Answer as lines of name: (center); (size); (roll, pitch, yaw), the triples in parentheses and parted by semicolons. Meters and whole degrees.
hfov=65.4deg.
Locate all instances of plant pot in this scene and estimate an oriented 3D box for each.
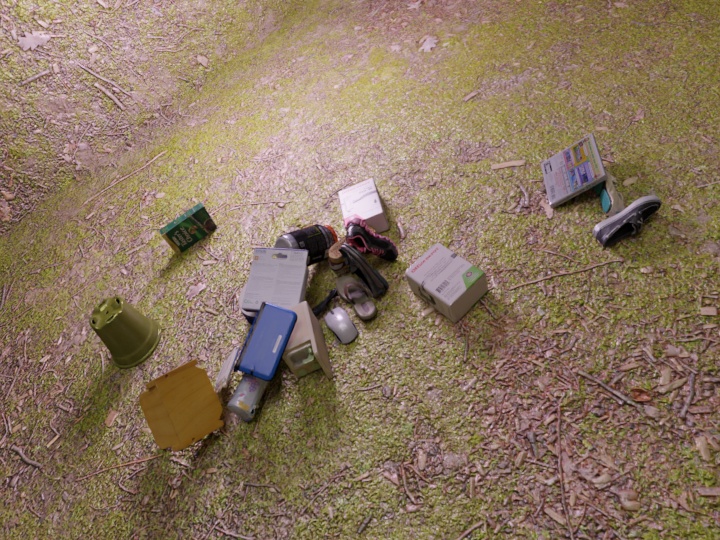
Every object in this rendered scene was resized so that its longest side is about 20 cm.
plant pot: (-0.812, 0.194, 1.909); (0.194, 0.187, 0.205); (-13, 45, 13)

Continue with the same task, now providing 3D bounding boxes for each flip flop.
flip flop: (-0.014, 0.075, 1.718); (0.080, 0.058, 0.201); (-32, 44, -5)

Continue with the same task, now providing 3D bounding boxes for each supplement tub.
supplement tub: (-0.175, -0.079, 1.850); (0.196, 0.126, 0.121); (-21, 35, -38)

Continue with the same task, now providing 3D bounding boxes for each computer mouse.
computer mouse: (-0.074, 0.140, 1.698); (0.109, 0.044, 0.200); (-37, 45, -8)

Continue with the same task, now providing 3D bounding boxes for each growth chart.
growth chart: (-0.396, 0.297, 1.644); (0.199, 0.017, 0.149); (-37, 33, 60)

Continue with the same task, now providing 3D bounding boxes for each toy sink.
toy sink: (-0.165, 0.219, 1.611); (0.109, 0.132, 0.203); (-23, 45, 3)

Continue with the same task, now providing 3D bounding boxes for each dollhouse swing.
dollhouse swing: (-0.518, 0.393, 1.612); (0.178, 0.205, 0.175); (-25, -3, -30)

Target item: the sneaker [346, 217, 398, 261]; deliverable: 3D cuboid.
sneaker: (0.032, -0.075, 1.752); (0.079, 0.197, 0.097); (-45, 21, 39)

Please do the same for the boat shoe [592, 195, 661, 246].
boat shoe: (0.738, -0.131, 1.528); (0.195, 0.073, 0.069); (-27, 41, 4)

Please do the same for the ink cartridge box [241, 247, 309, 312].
ink cartridge box: (-0.258, 0.034, 1.738); (0.193, 0.041, 0.207); (4, 72, 18)

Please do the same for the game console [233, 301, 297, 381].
game console: (-0.272, 0.207, 1.594); (0.166, 0.119, 0.205); (16, 71, 17)

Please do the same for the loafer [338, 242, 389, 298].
loafer: (0.000, 0.000, 1.720); (0.199, 0.072, 0.063); (43, 74, 11)

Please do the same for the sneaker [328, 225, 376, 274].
sneaker: (-0.026, -0.071, 1.839); (0.198, 0.092, 0.074); (-35, 53, -25)

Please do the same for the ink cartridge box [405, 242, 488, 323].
ink cartridge box: (0.246, 0.031, 1.612); (0.145, 0.085, 0.199); (-40, 45, -13)

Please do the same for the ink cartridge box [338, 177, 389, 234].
ink cartridge box: (0.007, -0.210, 1.949); (0.142, 0.084, 0.203); (-21, 45, 7)

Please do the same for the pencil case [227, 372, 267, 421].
pencil case: (-0.306, 0.325, 1.614); (0.089, 0.083, 0.204); (-18, 39, 42)

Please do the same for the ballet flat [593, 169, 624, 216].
ballet flat: (0.727, -0.233, 1.642); (0.067, 0.070, 0.205); (-11, 48, 16)

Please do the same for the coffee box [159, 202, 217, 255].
coffee box: (-0.678, -0.163, 2.216); (0.197, 0.125, 0.044); (-36, 47, -10)

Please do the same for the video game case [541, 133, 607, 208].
video game case: (0.649, -0.306, 1.718); (0.180, 0.022, 0.204); (-31, 37, 34)

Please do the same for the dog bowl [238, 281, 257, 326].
dog bowl: (-0.295, 0.092, 1.825); (0.194, 0.080, 0.204); (-14, 45, 14)
